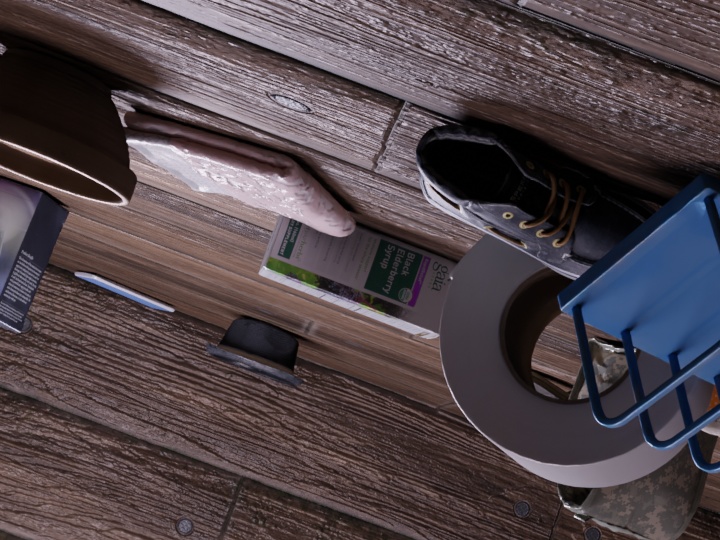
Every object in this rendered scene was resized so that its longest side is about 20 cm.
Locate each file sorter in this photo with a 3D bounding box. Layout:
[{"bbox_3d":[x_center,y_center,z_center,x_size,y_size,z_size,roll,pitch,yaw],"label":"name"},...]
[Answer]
[{"bbox_3d":[0.256,0.057,1.114,0.199,0.123,0.139,25,130,-29],"label":"file sorter"}]

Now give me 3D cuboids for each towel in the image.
[{"bbox_3d":[-0.116,-0.090,1.642,0.190,0.032,0.200,17,173,20],"label":"towel"}]

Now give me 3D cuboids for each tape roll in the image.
[{"bbox_3d":[0.171,0.060,1.314,0.202,0.204,0.139,17,172,19],"label":"tape roll"}]

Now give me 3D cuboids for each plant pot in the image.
[{"bbox_3d":[-0.284,-0.136,1.521,0.200,0.093,0.201,21,172,3],"label":"plant pot"}]

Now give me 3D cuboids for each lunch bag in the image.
[{"bbox_3d":[0.311,0.200,1.931,0.164,0.201,0.117,24,171,-35],"label":"lunch bag"}]

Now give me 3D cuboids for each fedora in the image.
[{"bbox_3d":[-0.190,0.147,3.244,0.200,0.092,0.201,20,172,3],"label":"fedora"}]

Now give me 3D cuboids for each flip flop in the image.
[{"bbox_3d":[0.297,0.199,2.493,0.200,0.058,0.081,38,133,-20],"label":"flip flop"}]

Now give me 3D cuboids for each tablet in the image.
[{"bbox_3d":[-0.501,0.044,3.621,0.199,0.014,0.130,25,171,-27],"label":"tablet"}]

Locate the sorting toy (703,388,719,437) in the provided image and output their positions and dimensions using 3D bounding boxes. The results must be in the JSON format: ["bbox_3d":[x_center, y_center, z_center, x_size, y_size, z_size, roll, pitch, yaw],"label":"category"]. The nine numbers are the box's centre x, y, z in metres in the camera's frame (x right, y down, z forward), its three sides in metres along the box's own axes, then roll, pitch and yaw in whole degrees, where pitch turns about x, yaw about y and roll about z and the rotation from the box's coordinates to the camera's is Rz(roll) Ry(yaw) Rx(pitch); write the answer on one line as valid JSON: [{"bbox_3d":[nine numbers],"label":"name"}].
[{"bbox_3d":[0.428,0.131,1.571,0.179,0.107,0.200,7,167,29],"label":"sorting toy"}]

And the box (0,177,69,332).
[{"bbox_3d":[-0.570,-0.041,2.512,0.199,0.199,0.123,18,170,14],"label":"box"}]

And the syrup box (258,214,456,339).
[{"bbox_3d":[0.000,0.000,1.788,0.199,0.079,0.081,21,172,-5],"label":"syrup box"}]

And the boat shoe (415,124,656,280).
[{"bbox_3d":[0.129,-0.042,1.189,0.199,0.071,0.091,21,177,11],"label":"boat shoe"}]
